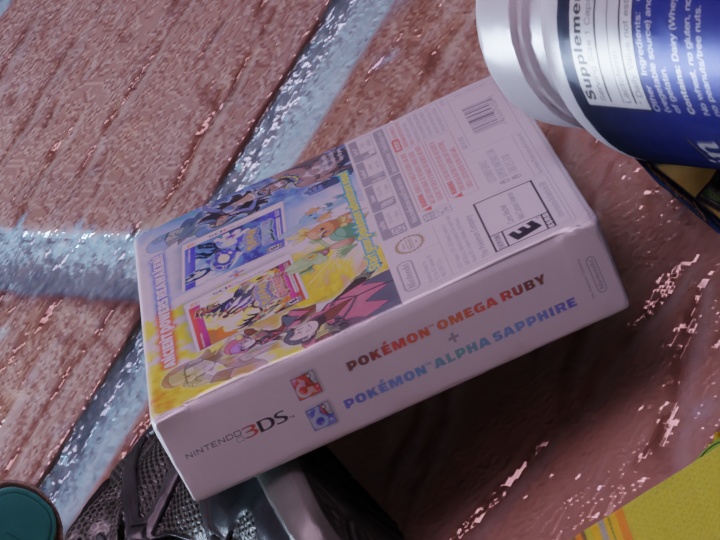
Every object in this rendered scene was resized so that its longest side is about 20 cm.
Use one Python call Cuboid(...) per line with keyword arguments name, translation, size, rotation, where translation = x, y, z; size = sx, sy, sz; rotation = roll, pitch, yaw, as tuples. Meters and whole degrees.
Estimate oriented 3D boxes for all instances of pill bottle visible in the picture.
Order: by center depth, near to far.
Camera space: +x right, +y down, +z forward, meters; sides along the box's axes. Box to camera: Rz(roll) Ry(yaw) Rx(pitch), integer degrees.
Cuboid(name="pill bottle", translation=(0.137, -0.093, 0.872), size=(0.200, 0.116, 0.116), rotation=(12, 63, 54))

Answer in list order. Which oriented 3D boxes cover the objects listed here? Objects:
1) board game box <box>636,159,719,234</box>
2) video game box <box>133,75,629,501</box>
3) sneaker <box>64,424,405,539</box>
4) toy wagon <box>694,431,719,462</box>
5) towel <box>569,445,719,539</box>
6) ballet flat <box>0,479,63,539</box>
Cuboid(name="board game box", translation=(0.193, -0.054, 0.906), size=(0.135, 0.035, 0.200), rotation=(-44, 32, 3))
Cuboid(name="video game box", translation=(0.000, 0.000, 0.982), size=(0.182, 0.047, 0.200), rotation=(-22, 22, 2))
Cuboid(name="sneaker", translation=(-0.052, 0.112, 0.972), size=(0.114, 0.076, 0.199), rotation=(-49, 29, -2))
Cuboid(name="toy wagon", translation=(0.146, 0.104, 0.779), size=(0.155, 0.040, 0.200), rotation=(-42, 32, 7))
Cuboid(name="towel", translation=(0.119, 0.095, 0.771), size=(0.200, 0.018, 0.086), rotation=(-35, 38, 16))
Cuboid(name="ballet flat", translation=(-0.197, 0.185, 1.082), size=(0.200, 0.068, 0.067), rotation=(-56, 13, -26))
